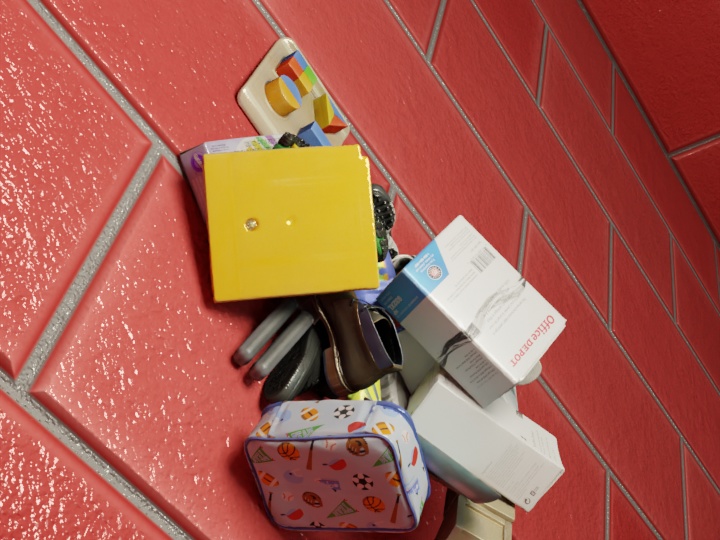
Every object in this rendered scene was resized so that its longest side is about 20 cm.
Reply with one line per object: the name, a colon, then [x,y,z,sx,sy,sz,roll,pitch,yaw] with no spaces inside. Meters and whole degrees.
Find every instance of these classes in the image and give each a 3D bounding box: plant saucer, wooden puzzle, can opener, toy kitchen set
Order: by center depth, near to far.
plant saucer: [0.078,0.219,1.226,0.200,0.200,0.027,41,81,-38]
can opener: [-0.094,0.068,1.290,0.053,0.067,0.200,44,47,-3]
toy kitchen set: [0.086,0.341,1.345,0.163,0.181,0.200,29,19,0]
wooden puzzle: [-0.083,-0.232,1.503,0.186,0.046,0.200,55,32,-22]

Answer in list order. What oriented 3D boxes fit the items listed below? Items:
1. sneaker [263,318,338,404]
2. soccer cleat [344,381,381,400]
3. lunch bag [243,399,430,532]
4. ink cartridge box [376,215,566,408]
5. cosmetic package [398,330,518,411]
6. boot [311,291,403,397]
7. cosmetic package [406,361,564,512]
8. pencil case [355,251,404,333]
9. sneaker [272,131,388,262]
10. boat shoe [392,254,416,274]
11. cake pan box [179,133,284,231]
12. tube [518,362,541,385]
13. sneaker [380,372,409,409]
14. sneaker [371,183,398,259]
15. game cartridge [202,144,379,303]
sneaker: [-0.052,0.129,1.307,0.104,0.060,0.200,52,29,-20]
soccer cleat: [0.009,0.216,1.317,0.065,0.083,0.201,103,-2,-54]
lunch bag: [-0.027,0.223,1.150,0.076,0.199,0.161,-60,140,-52]
ink cartridge box: [0.144,0.052,1.326,0.200,0.084,0.145,45,49,4]
cosmetic package: [0.137,0.134,1.498,0.200,0.122,0.200,64,10,-8]
boot: [-0.001,0.048,1.277,0.075,0.097,0.201,8,67,-52]
cosmetic package: [0.160,0.213,1.354,0.200,0.081,0.113,36,13,-5]
pencil case: [0.000,0.000,1.368,0.078,0.086,0.201,148,-75,-76]
sneaker: [-0.044,-0.080,1.304,0.200,0.085,0.078,43,12,0]
boat shoe: [0.065,0.009,1.487,0.200,0.072,0.066,-49,139,-67]
cake pan box: [-0.128,-0.079,1.329,0.200,0.052,0.185,-17,88,-61]
tube: [0.213,0.085,1.522,0.052,0.058,0.200,14,29,-20]
sneaker: [0.042,0.195,1.401,0.082,0.075,0.201,43,38,-35]
sneaker: [0.013,-0.079,1.497,0.200,0.066,0.091,77,-5,-61]
game cartridge: [-0.083,-0.057,1.229,0.032,0.199,0.177,159,-73,-80]
